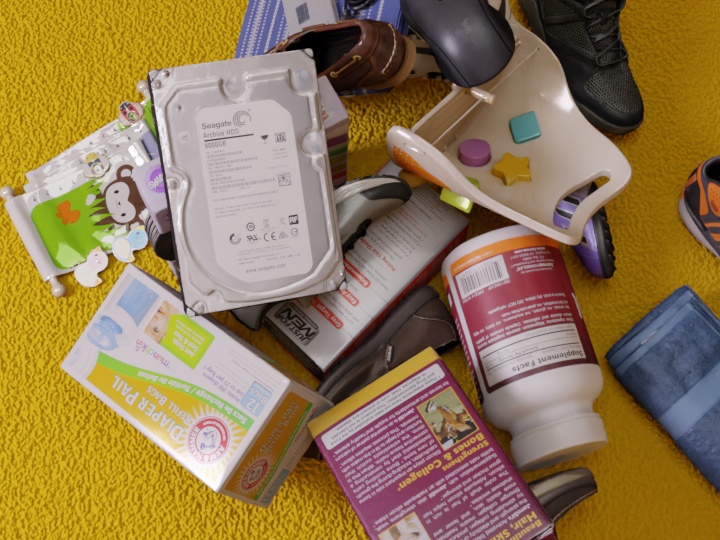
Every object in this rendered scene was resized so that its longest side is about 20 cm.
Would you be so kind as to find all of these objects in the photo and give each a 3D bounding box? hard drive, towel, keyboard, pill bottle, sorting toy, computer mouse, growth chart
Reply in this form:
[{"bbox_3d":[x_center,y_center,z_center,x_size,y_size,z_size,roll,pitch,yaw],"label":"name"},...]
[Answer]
[{"bbox_3d":[-0.092,-0.072,1.063,0.138,0.038,0.203,-9,95,-13],"label":"hard drive"},{"bbox_3d":[-0.037,-0.230,1.265,0.198,0.024,0.146,0,68,33],"label":"towel"},{"bbox_3d":[0.325,0.119,1.181,0.111,0.049,0.200,-38,76,-12],"label":"towel"},{"bbox_3d":[-0.049,-0.254,1.265,0.056,0.011,0.202,-29,56,26],"label":"keyboard"},{"bbox_3d":[0.150,0.070,1.161,0.112,0.113,0.202,-14,72,-6],"label":"pill bottle"},{"bbox_3d":[0.144,-0.100,1.166,0.179,0.107,0.200,33,53,18],"label":"sorting toy"},{"bbox_3d":[0.047,-0.230,1.164,0.140,0.046,0.201,-32,55,13],"label":"computer mouse"},{"bbox_3d":[-0.246,-0.076,1.257,0.199,0.018,0.145,-38,76,-12],"label":"growth chart"}]

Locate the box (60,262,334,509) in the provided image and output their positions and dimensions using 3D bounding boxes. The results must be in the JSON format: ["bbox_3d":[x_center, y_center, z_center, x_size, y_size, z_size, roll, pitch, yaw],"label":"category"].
[{"bbox_3d":[-0.139,0.100,1.114,0.199,0.101,0.113,32,86,27],"label":"box"}]

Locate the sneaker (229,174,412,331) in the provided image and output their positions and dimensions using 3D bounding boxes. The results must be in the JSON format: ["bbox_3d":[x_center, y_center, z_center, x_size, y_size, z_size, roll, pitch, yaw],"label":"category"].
[{"bbox_3d":[-0.037,-0.018,1.153,0.199,0.074,0.080,-32,80,-4],"label":"sneaker"}]

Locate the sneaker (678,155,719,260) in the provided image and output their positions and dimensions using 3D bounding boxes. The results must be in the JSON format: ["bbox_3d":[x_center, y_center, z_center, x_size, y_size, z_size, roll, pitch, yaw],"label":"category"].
[{"bbox_3d":[0.378,-0.024,1.198,0.077,0.112,0.200,-40,76,-13],"label":"sneaker"}]

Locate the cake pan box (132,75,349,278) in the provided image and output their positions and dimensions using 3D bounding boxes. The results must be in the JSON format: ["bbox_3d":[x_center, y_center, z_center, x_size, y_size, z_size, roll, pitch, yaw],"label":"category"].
[{"bbox_3d":[-0.106,-0.079,1.171,0.198,0.184,0.053,-27,73,-11],"label":"cake pan box"}]

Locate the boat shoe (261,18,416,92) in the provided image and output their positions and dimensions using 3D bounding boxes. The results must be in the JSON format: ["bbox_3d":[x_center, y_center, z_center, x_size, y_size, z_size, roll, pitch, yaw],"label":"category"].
[{"bbox_3d":[-0.043,-0.190,1.173,0.070,0.199,0.071,12,75,-44],"label":"boat shoe"}]

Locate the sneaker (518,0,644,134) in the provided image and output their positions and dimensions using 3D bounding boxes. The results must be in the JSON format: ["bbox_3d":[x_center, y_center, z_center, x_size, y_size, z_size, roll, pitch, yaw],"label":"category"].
[{"bbox_3d":[0.229,-0.235,1.267,0.075,0.114,0.201,-15,72,-23],"label":"sneaker"}]

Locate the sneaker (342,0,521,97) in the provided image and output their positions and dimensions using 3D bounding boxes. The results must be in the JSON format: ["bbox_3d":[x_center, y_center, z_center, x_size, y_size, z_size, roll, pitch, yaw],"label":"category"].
[{"bbox_3d":[0.074,-0.208,1.280,0.198,0.129,0.080,-34,46,24],"label":"sneaker"}]

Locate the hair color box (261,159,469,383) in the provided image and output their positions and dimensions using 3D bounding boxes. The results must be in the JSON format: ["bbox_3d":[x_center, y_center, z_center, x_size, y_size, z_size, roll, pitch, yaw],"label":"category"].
[{"bbox_3d":[0.000,0.000,1.210,0.101,0.061,0.200,42,74,14],"label":"hair color box"}]

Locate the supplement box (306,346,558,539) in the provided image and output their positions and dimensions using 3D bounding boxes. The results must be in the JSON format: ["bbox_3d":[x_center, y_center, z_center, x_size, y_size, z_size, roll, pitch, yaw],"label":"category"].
[{"bbox_3d":[0.062,0.186,1.063,0.130,0.104,0.201,-30,52,-4],"label":"supplement box"}]

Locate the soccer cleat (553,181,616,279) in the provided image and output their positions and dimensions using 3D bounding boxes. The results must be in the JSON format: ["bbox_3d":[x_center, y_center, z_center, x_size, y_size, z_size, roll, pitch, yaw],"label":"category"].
[{"bbox_3d":[0.189,-0.078,1.245,0.072,0.068,0.202,-20,71,9],"label":"soccer cleat"}]

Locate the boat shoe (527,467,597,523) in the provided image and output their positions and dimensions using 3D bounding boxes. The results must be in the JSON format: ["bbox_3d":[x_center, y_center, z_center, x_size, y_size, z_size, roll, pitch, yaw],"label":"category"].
[{"bbox_3d":[0.125,0.242,1.130,0.199,0.075,0.074,-31,83,-2],"label":"boat shoe"}]

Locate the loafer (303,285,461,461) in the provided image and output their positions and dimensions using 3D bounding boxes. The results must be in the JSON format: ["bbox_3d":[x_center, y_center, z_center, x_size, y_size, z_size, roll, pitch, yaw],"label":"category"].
[{"bbox_3d":[0.019,0.101,1.168,0.071,0.073,0.200,41,76,12],"label":"loafer"}]
